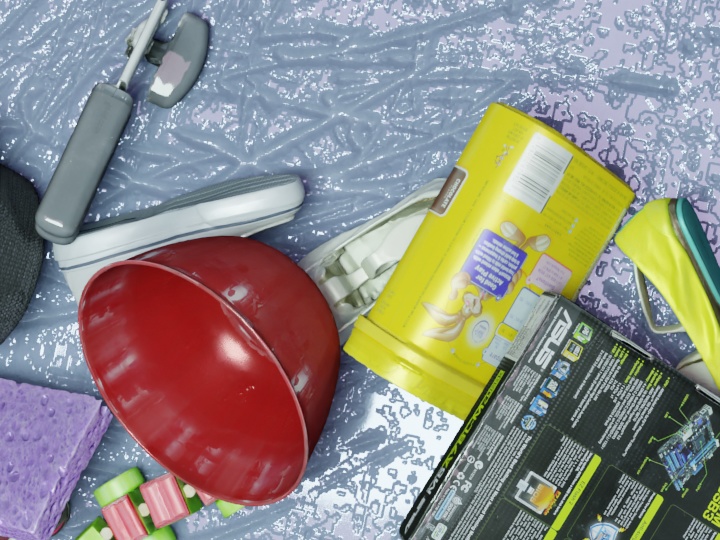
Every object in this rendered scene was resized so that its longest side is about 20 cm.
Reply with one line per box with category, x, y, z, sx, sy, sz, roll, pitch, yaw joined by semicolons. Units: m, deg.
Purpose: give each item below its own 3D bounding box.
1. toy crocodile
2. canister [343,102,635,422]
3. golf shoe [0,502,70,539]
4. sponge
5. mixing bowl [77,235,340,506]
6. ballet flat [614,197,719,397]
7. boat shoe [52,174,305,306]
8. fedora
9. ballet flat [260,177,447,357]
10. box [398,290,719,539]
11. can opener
toy crocodile;-0.135;0.165;1.289;0.199;0.062;0.068;-30;87;7
canister;0.094;0.000;1.215;0.086;0.148;0.201;32;92;42
golf shoe;-0.311;0.220;1.302;0.200;0.088;0.077;-43;86;7
sponge;-0.289;0.130;1.272;0.198;0.030;0.112;8;58;25
mixing bowl;-0.088;0.051;1.211;0.199;0.108;0.201;24;136;26
ballet flat;0.244;0.043;1.233;0.067;0.067;0.201;-27;97;25
boat shoe;-0.128;-0.019;1.290;0.198;0.074;0.067;-13;104;17
fedora;-0.291;-0.012;1.283;0.091;0.200;0.202;19;94;-28
ballet flat;0.000;0.000;1.267;0.199;0.069;0.070;-37;86;7
box;0.157;0.148;1.179;0.192;0.048;0.201;31;89;-10
can opener;-0.171;-0.107;1.274;0.066;0.053;0.201;23;76;-6
